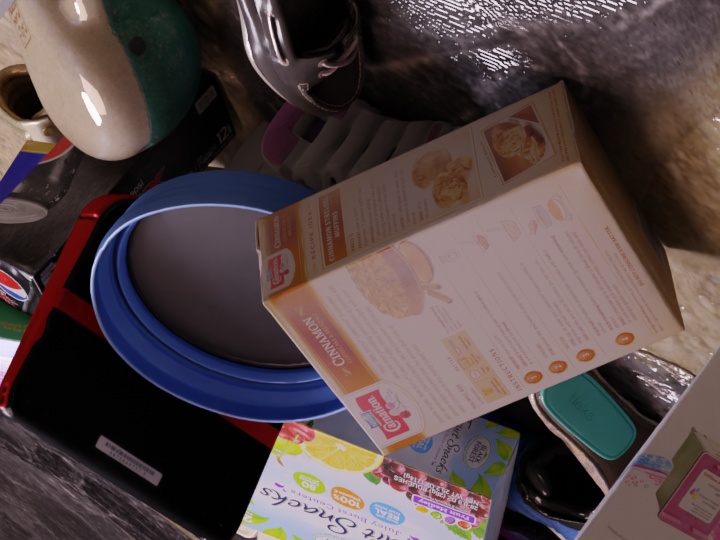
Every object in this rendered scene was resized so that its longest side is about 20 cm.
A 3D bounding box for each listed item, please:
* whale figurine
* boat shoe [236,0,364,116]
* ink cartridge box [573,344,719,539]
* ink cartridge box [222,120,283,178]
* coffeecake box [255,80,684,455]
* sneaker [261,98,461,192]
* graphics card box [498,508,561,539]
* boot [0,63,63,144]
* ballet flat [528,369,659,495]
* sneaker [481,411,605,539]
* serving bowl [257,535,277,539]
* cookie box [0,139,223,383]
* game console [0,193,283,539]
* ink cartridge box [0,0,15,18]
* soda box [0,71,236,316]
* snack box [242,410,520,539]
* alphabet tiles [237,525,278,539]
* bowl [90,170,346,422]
[{"bbox_3d":[-0.176,-0.175,1.557,0.201,0.103,0.159,62,161,4],"label":"whale figurine"},{"bbox_3d":[-0.035,-0.155,1.361,0.057,0.067,0.201,27,156,39],"label":"boat shoe"},{"bbox_3d":[0.193,0.161,1.487,0.084,0.200,0.145,38,161,9],"label":"ink cartridge box"},{"bbox_3d":[0.000,0.000,1.627,0.199,0.084,0.146,28,159,26],"label":"ink cartridge box"},{"bbox_3d":[0.063,0.003,1.362,0.154,0.199,0.073,53,-160,-40],"label":"coffeecake box"},{"bbox_3d":[0.031,-0.049,1.485,0.200,0.081,0.089,28,167,39],"label":"sneaker"},{"bbox_3d":[0.100,0.192,1.847,0.199,0.051,0.125,33,-157,17],"label":"graphics card box"},{"bbox_3d":[-0.185,-0.080,1.797,0.199,0.073,0.156,26,157,38],"label":"boot"},{"bbox_3d":[0.181,0.122,1.645,0.200,0.068,0.067,51,176,-22],"label":"ballet flat"},{"bbox_3d":[0.124,0.141,1.751,0.199,0.077,0.111,33,159,22],"label":"sneaker"},{"bbox_3d":[0.013,0.192,1.945,0.199,0.199,0.066,19,120,42],"label":"serving bowl"},{"bbox_3d":[-0.198,0.006,1.683,0.170,0.201,0.076,8,135,18],"label":"cookie box"},{"bbox_3d":[-0.131,0.063,1.574,0.200,0.178,0.031,35,157,-27],"label":"game console"},{"bbox_3d":[-0.286,-0.254,1.508,0.201,0.068,0.115,67,158,-1],"label":"ink cartridge box"},{"bbox_3d":[-0.176,-0.058,1.623,0.070,0.200,0.064,24,151,31],"label":"soda box"},{"bbox_3d":[0.006,0.150,1.714,0.199,0.068,0.169,22,145,10],"label":"snack box"},{"bbox_3d":[-0.072,0.120,1.914,0.199,0.197,0.015,19,-172,43],"label":"alphabet tiles"},{"bbox_3d":[-0.070,0.016,1.491,0.199,0.040,0.201,8,137,8],"label":"bowl"}]
